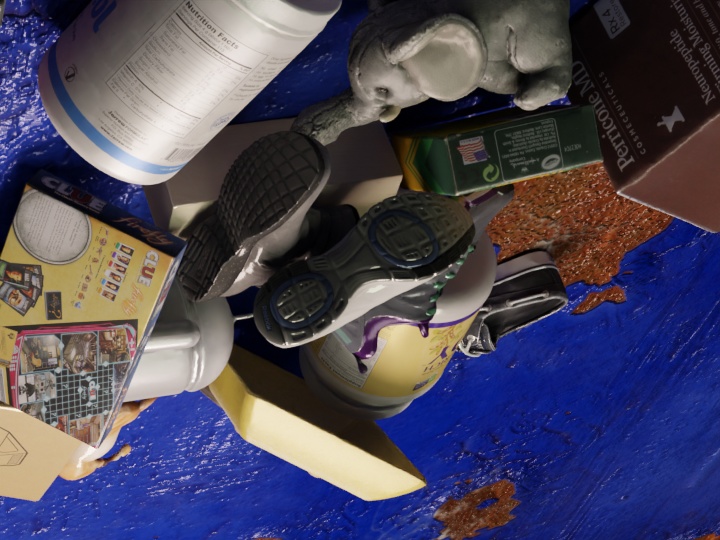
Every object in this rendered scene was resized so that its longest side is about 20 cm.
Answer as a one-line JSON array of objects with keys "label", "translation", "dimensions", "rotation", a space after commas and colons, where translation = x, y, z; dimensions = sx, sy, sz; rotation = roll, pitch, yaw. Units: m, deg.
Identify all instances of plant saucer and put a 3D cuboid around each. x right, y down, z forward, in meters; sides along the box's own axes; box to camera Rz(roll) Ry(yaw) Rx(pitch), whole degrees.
[{"label": "plant saucer", "translation": [-0.056, 0.143, 1.740], "dimensions": [0.200, 0.200, 0.048], "rotation": [29, 94, -22]}]

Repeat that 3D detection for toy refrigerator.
[{"label": "toy refrigerator", "translation": [-0.075, -0.075, 1.555], "dimensions": [0.200, 0.076, 0.070], "rotation": [-10, 148, -21]}]

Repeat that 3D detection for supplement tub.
[{"label": "supplement tub", "translation": [-0.123, -0.166, 1.323], "dimensions": [0.132, 0.132, 0.200], "rotation": [14, 133, -45]}, {"label": "supplement tub", "translation": [0.028, 0.034, 1.725], "dimensions": [0.145, 0.146, 0.200], "rotation": [-6, 147, -25]}]

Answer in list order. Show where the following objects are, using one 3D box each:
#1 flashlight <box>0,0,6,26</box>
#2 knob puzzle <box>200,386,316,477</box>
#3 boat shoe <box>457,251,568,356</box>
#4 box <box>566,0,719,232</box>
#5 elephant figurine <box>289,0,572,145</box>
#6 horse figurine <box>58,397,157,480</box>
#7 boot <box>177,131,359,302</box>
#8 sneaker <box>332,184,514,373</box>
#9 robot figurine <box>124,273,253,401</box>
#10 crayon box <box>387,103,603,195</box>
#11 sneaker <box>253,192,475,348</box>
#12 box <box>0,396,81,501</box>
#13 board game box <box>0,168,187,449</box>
[{"label": "flashlight", "translation": [-0.297, -0.138, 1.327], "dimensions": [0.068, 0.068, 0.200], "rotation": [-47, 170, -37]}, {"label": "knob puzzle", "translation": [-0.064, 0.174, 1.846], "dimensions": [0.220, 0.220, 0.030], "rotation": [26, 96, -52]}, {"label": "boat shoe", "translation": [0.114, 0.053, 1.886], "dimensions": [0.200, 0.068, 0.072], "rotation": [-24, 150, 5]}, {"label": "box", "translation": [0.298, -0.165, 1.557], "dimensions": [0.200, 0.166, 0.164], "rotation": [-40, 146, 27]}, {"label": "elephant figurine", "translation": [0.054, -0.174, 1.422], "dimensions": [0.200, 0.155, 0.141], "rotation": [-5, -175, -19]}, {"label": "horse figurine", "translation": [-0.249, 0.151, 1.801], "dimensions": [0.132, 0.050, 0.200], "rotation": [-23, 162, -51]}, {"label": "boot", "translation": [-0.050, -0.045, 1.494], "dimensions": [0.132, 0.070, 0.200], "rotation": [-4, 153, -40]}, {"label": "sneaker", "translation": [0.059, 0.001, 1.584], "dimensions": [0.200, 0.088, 0.074], "rotation": [-34, -179, 4]}, {"label": "robot figurine", "translation": [-0.197, 0.057, 1.648], "dimensions": [0.200, 0.113, 0.170], "rotation": [-7, -174, -23]}, {"label": "crayon box", "translation": [0.104, -0.101, 1.545], "dimensions": [0.127, 0.051, 0.200], "rotation": [-13, -172, -12]}, {"label": "sneaker", "translation": [0.000, 0.000, 1.515], "dimensions": [0.200, 0.075, 0.087], "rotation": [-26, 171, -11]}, {"label": "box", "translation": [-0.351, 0.145, 1.628], "dimensions": [0.200, 0.021, 0.163], "rotation": [13, 144, -23]}, {"label": "board game box", "translation": [-0.238, 0.034, 1.531], "dimensions": [0.135, 0.035, 0.200], "rotation": [27, 118, 2]}]
